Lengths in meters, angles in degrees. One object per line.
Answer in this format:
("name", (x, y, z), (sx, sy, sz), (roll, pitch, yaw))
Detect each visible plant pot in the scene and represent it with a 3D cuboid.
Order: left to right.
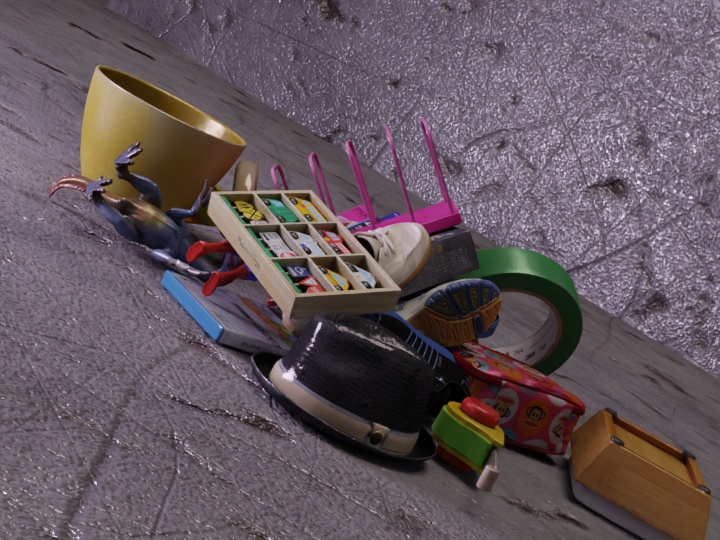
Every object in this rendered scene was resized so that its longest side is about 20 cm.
("plant pot", (-0.254, -0.134, 1.737), (0.199, 0.143, 0.200), (27, 9, -5))

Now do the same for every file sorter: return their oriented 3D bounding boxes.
("file sorter", (0.004, -0.093, 1.717), (0.139, 0.198, 0.127), (-89, 161, -81))

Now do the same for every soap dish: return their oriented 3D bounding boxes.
("soap dish", (0.315, 0.234, 1.647), (0.156, 0.082, 0.200), (29, 10, 2))

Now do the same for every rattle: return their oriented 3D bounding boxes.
("rattle", (-0.184, -0.064, 1.762), (0.142, 0.131, 0.201), (21, 29, -9))

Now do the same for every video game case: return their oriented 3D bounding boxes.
("video game case", (-0.099, 0.063, 1.524), (0.199, 0.018, 0.143), (22, 11, -38))

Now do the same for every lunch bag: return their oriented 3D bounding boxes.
("lunch bag", (0.147, 0.136, 1.701), (0.199, 0.083, 0.176), (22, 7, -33))

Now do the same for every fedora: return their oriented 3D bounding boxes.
("fedora", (-0.001, 0.098, 1.379), (0.199, 0.092, 0.201), (28, 8, -4))

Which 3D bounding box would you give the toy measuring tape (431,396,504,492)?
("toy measuring tape", (0.101, 0.166, 1.408), (0.073, 0.074, 0.200), (29, 8, 2))

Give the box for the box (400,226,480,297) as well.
("box", (0.021, 0.001, 1.682), (0.158, 0.198, 0.049), (-155, -134, -77))

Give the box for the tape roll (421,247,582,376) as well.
("tape roll", (0.169, 0.062, 1.773), (0.199, 0.201, 0.048), (24, 35, -25))

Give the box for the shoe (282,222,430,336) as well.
("shoe", (0.000, 0.000, 1.555), (0.070, 0.199, 0.054), (38, -32, 30))

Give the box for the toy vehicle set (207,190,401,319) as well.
("toy vehicle set", (-0.061, -0.020, 1.491), (0.123, 0.027, 0.200), (-4, 35, -33))

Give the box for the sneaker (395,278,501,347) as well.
("sneaker", (0.060, 0.052, 1.626), (0.198, 0.076, 0.088), (-21, 22, -21))

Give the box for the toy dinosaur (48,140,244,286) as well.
("toy dinosaur", (-0.214, -0.053, 1.605), (0.199, 0.105, 0.182), (10, -34, 49))

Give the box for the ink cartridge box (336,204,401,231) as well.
("ink cartridge box", (-0.023, -0.035, 1.857), (0.198, 0.037, 0.095), (-21, 29, -17))

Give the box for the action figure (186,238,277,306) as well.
("action figure", (-0.106, 0.001, 1.569), (0.199, 0.099, 0.066), (-9, 65, -43))

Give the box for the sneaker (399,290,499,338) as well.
("sneaker", (0.097, 0.019, 1.816), (0.198, 0.078, 0.070), (21, 30, -20))

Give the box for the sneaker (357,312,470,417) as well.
("sneaker", (0.045, 0.101, 1.503), (0.199, 0.070, 0.078), (25, 25, -40))

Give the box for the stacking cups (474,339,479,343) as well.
("stacking cups", (0.082, 0.074, 1.934), (0.060, 0.061, 0.200), (23, 6, -32))
